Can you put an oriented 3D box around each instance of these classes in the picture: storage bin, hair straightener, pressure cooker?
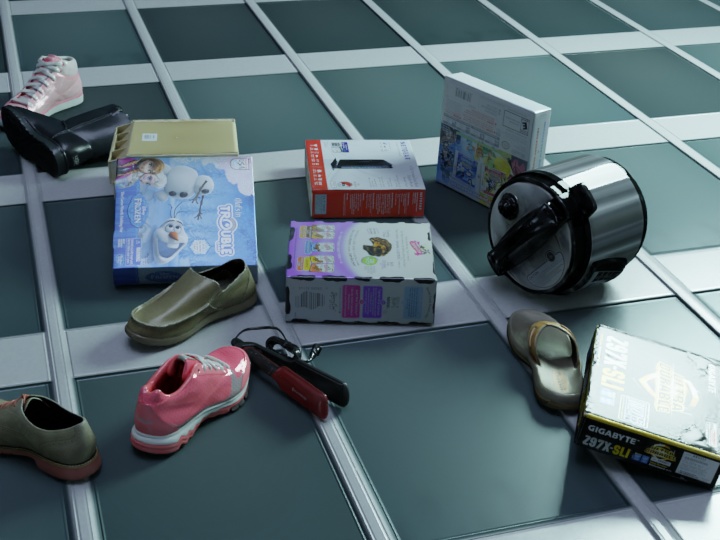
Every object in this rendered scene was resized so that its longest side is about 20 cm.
[{"bbox_3d":[-0.284,-0.164,1.821,0.197,0.094,0.200,-2,23,-7],"label":"storage bin"},{"bbox_3d":[-0.083,0.115,1.419,0.077,0.041,0.199,-23,33,-39],"label":"hair straightener"},{"bbox_3d":[0.271,-0.059,1.610,0.199,0.177,0.178,-17,30,-37],"label":"pressure cooker"}]

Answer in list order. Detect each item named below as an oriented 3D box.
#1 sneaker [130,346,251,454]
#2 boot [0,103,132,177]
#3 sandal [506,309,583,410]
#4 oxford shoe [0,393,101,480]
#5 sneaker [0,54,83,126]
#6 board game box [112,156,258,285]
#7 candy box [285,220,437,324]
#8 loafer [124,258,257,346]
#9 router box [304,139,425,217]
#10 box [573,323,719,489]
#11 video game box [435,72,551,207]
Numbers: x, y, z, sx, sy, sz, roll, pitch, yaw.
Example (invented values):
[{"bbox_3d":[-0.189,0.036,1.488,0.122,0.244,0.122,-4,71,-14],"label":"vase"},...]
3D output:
[{"bbox_3d":[-0.185,0.126,1.329,0.073,0.087,0.200,16,32,22],"label":"sneaker"},{"bbox_3d":[-0.487,-0.237,1.972,0.168,0.077,0.200,-27,47,-36],"label":"boot"},{"bbox_3d":[0.234,0.098,1.446,0.080,0.054,0.200,-1,29,-6],"label":"sandal"},{"bbox_3d":[-0.365,0.158,1.269,0.199,0.075,0.070,14,31,21],"label":"oxford shoe"},{"bbox_3d":[-0.580,-0.330,2.110,0.075,0.105,0.200,19,34,24],"label":"sneaker"},{"bbox_3d":[-0.247,-0.073,1.654,0.197,0.044,0.201,-1,54,-8],"label":"board game box"},{"bbox_3d":[0.000,0.000,1.589,0.198,0.072,0.168,1,29,-1],"label":"candy box"},{"bbox_3d":[-0.219,0.035,1.511,0.076,0.068,0.199,25,36,35],"label":"loafer"},{"bbox_3d":[0.003,-0.150,1.884,0.178,0.049,0.200,-1,29,-6],"label":"router box"},{"bbox_3d":[0.334,0.150,1.344,0.158,0.050,0.200,16,31,8],"label":"box"},{"bbox_3d":[0.205,-0.195,1.844,0.047,0.184,0.200,-16,34,-37],"label":"video game box"}]
